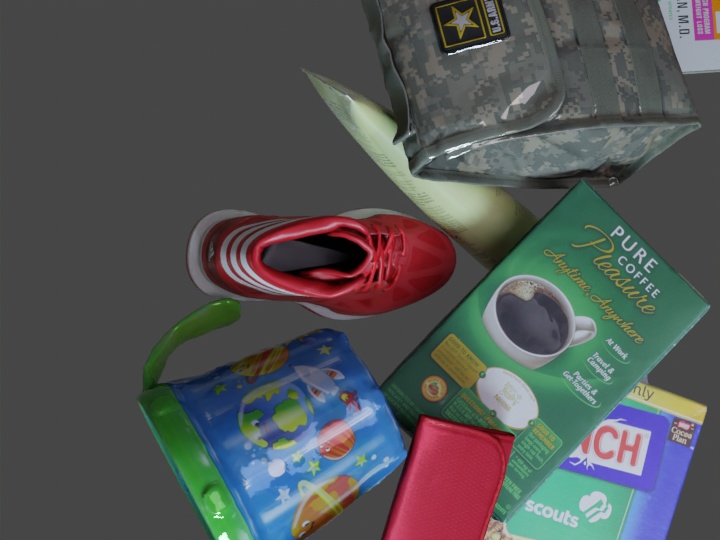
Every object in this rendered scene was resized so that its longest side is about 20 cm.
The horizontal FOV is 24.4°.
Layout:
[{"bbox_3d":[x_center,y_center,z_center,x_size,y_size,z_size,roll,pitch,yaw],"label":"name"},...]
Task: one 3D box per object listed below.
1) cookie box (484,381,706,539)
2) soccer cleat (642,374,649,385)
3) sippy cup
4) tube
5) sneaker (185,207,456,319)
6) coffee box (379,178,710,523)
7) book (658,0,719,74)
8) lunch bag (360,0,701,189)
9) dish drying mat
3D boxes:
[{"bbox_3d":[0.123,0.159,1.138,0.170,0.075,0.201,19,83,-1],"label":"cookie box"},{"bbox_3d":[0.187,0.082,1.229,0.076,0.066,0.201,-10,93,-71],"label":"soccer cleat"},{"bbox_3d":[-0.048,0.104,1.011,0.130,0.140,0.179,-29,100,-11],"label":"sippy cup"},{"bbox_3d":[0.044,-0.068,1.103,0.200,0.058,0.052,38,49,-30],"label":"tube"},{"bbox_3d":[0.000,0.000,1.057,0.199,0.115,0.079,-4,97,-33],"label":"sneaker"},{"bbox_3d":[0.117,0.053,1.089,0.123,0.044,0.200,43,85,3],"label":"coffee box"},{"bbox_3d":[0.264,-0.216,1.250,0.199,0.048,0.134,-8,96,-30],"label":"book"},{"bbox_3d":[0.098,-0.145,1.079,0.199,0.118,0.165,-4,70,-31],"label":"lunch bag"},{"bbox_3d":[0.039,0.192,1.036,0.076,0.018,0.201,14,96,-32],"label":"dish drying mat"}]
